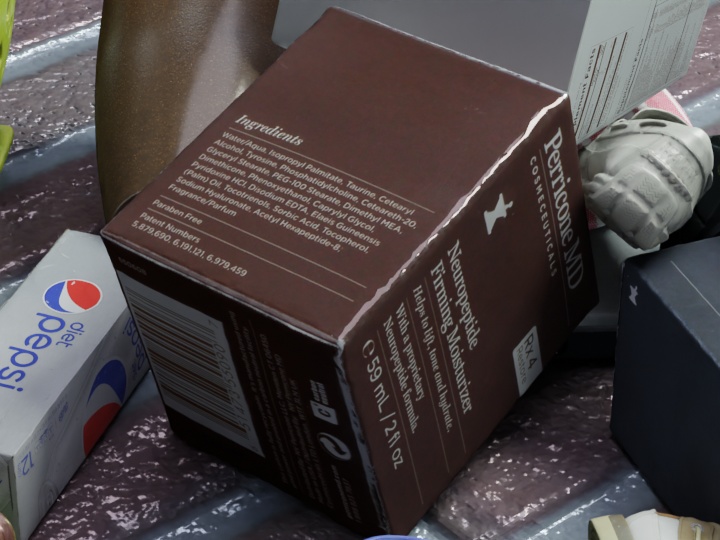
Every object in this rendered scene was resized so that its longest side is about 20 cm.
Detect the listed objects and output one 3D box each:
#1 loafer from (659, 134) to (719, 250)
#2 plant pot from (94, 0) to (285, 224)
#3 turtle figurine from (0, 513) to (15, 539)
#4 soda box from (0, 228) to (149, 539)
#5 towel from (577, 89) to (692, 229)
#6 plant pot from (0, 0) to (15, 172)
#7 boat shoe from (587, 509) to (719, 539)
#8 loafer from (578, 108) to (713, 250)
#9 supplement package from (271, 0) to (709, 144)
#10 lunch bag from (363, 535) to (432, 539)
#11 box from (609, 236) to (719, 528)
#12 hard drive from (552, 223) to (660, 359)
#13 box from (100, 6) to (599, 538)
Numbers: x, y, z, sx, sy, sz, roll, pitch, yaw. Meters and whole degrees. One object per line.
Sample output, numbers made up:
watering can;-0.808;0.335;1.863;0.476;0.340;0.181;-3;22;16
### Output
loafer;0.225;-0.044;1.201;0.072;0.200;0.073;14;67;-12
plant pot;-0.085;-0.084;1.316;0.186;0.188;0.201;5;45;6
turtle figurine;-0.258;0.153;1.052;0.199;0.065;0.161;22;40;27
soda box;-0.172;0.059;1.189;0.068;0.064;0.200;12;36;15
towel;0.111;-0.082;1.335;0.199;0.030;0.147;-23;65;-30
plant pot;-0.315;-0.098;1.310;0.199;0.182;0.199;4;35;4
boat shoe;0.161;0.179;1.013;0.068;0.075;0.200;-9;35;-4
loafer;0.159;-0.053;1.203;0.070;0.070;0.200;44;3;-6
supplement package;0.088;-0.187;1.256;0.191;0.148;0.200;25;29;21
lunch bag;0.030;0.206;0.975;0.159;0.076;0.200;9;35;16
box;0.262;0.071;1.126;0.196;0.124;0.200;-11;36;-18
hard drive;0.188;0.002;1.304;0.199;0.033;0.140;-1;35;-2
box;0.000;0.000;1.150;0.164;0.166;0.200;24;57;32
